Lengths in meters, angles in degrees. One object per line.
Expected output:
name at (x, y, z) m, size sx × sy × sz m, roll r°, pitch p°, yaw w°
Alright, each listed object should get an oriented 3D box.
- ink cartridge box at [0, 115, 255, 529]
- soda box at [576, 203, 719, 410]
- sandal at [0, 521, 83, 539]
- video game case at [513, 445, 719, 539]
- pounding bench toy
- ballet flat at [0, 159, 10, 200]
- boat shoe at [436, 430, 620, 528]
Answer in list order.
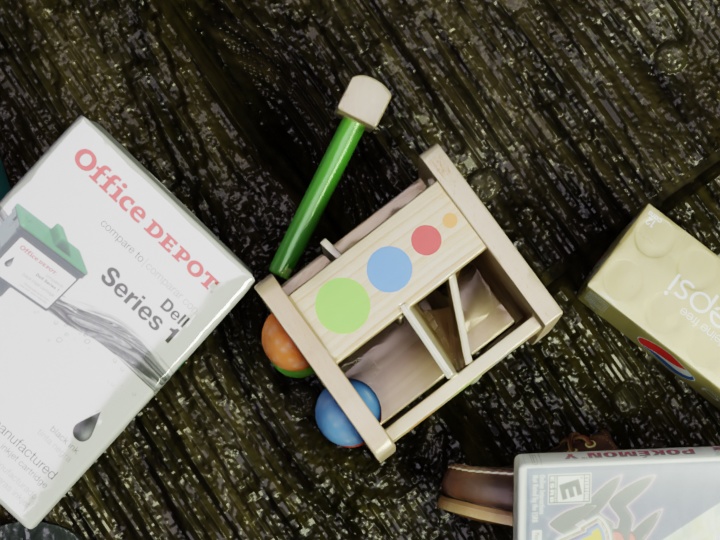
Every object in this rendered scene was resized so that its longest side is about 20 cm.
ink cartridge box at (-0.178, 0.028, 1.075) m, size 0.146 × 0.084 × 0.200 m, roll 42°, pitch 87°, yaw -4°
soda box at (0.235, 0.047, 1.130) m, size 0.199 × 0.064 × 0.068 m, roll 38°, pitch 85°, yaw 5°
sandal at (-0.266, 0.209, 1.124) m, size 0.198 × 0.048 × 0.076 m, roll -15°, pitch 82°, yaw 0°
video game case at (0.181, 0.204, 1.087) m, size 0.180 × 0.023 × 0.202 m, roll -2°, pitch 106°, yaw -3°
pounding bench toy at (0.000, 0.000, 1.109) m, size 0.155 × 0.124 × 0.201 m, roll -36°, pitch 83°, yaw -3°
ballet flat at (-0.243, -0.002, 1.145) m, size 0.062 × 0.067 × 0.202 m, roll -20°, pitch 82°, yaw 8°
boat shoe at (0.148, 0.134, 1.118) m, size 0.197 × 0.070 × 0.071 m, roll 9°, pitch 90°, yaw -6°
